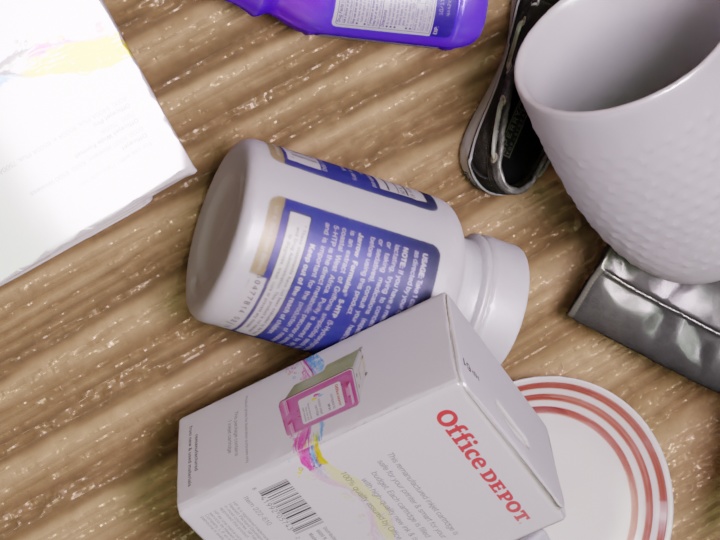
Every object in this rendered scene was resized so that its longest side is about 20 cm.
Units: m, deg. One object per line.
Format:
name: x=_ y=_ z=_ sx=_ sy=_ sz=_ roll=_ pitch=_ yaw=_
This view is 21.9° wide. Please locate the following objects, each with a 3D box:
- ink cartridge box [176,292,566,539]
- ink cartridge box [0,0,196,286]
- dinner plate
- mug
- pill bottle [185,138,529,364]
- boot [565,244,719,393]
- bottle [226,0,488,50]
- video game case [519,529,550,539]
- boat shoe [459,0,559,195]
ink cartridge box: x=0.007 y=0.123 z=1.159 sx=0.199 sy=0.085 sz=0.145 roll=-25 pitch=128 yaw=17
ink cartridge box: x=-0.215 y=-0.111 z=1.093 sx=0.144 sy=0.147 sz=0.201 roll=-32 pitch=104 yaw=-12
dinner plate: x=0.124 y=0.172 z=1.296 sx=0.199 sy=0.024 sz=0.201 roll=-2 pitch=96 yaw=-18
mug: x=0.203 y=-0.101 z=1.194 sx=0.176 sy=0.147 sz=0.201 roll=59 pitch=37 yaw=-36
pill bottle: x=0.000 y=0.000 z=1.188 sx=0.199 sy=0.120 sz=0.120 roll=17 pitch=91 yaw=-18
boot: x=0.232 y=0.070 z=1.269 sx=0.199 sy=0.073 sz=0.182 roll=28 pitch=78 yaw=-7
bottle: x=-0.017 y=-0.190 z=1.190 sx=0.199 sy=0.065 sz=0.084 roll=3 pitch=94 yaw=-18
video game case: x=0.086 y=0.303 z=1.253 sx=0.200 sy=0.022 sz=0.183 roll=-35 pitch=108 yaw=-25
boat shoe: x=0.129 y=-0.143 z=1.242 sx=0.070 sy=0.064 sz=0.201 roll=19 pitch=90 yaw=-18
